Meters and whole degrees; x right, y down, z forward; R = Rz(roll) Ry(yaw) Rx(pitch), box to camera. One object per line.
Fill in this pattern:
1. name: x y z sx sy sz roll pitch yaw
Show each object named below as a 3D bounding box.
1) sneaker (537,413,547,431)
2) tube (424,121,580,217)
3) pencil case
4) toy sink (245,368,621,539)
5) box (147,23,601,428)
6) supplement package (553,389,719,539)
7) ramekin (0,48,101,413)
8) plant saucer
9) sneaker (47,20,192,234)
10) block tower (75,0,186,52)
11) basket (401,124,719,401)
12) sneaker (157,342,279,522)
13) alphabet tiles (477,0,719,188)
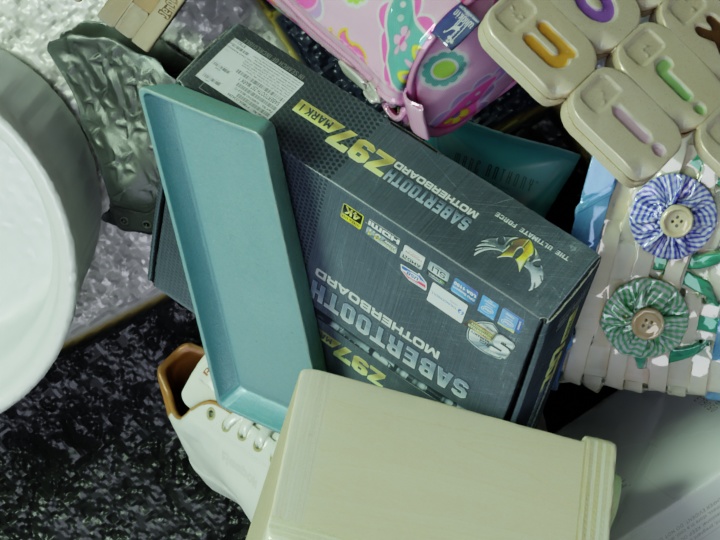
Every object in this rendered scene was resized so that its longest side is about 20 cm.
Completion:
1. sneaker: 0.062 0.128 1.303 0.080 0.071 0.200 -22 114 -10
2. tube: 0.036 0.016 1.295 0.077 0.050 0.200 15 113 -19
3. pencil case: -0.009 -0.141 1.164 0.200 0.087 0.088 43 119 30
4. toy sink: 0.049 0.142 1.126 0.200 0.112 0.131 15 133 -3
5. box: 0.000 0.000 1.162 0.200 0.051 0.158 34 147 13
6. supplement package: 0.179 0.160 1.252 0.120 0.121 0.200 -33 113 -10
7. ramekin: -0.227 -0.026 1.294 0.200 0.098 0.201 4 113 9
8. plant saucer: -0.050 0.000 1.153 0.070 0.019 0.200 22 143 30
9. sneaker: -0.080 -0.035 1.287 0.104 0.060 0.200 -12 107 16
10. block tower: -0.165 -0.189 1.236 0.200 0.054 0.058 36 114 -5
11. basket: 0.109 -0.034 1.205 0.200 0.139 0.177 16 112 15
12. sneaker: -0.045 0.082 1.260 0.073 0.200 0.085 -41 118 -21
13. alphabet tiles: 0.134 -0.119 1.133 0.196 0.200 0.015 43 138 3
